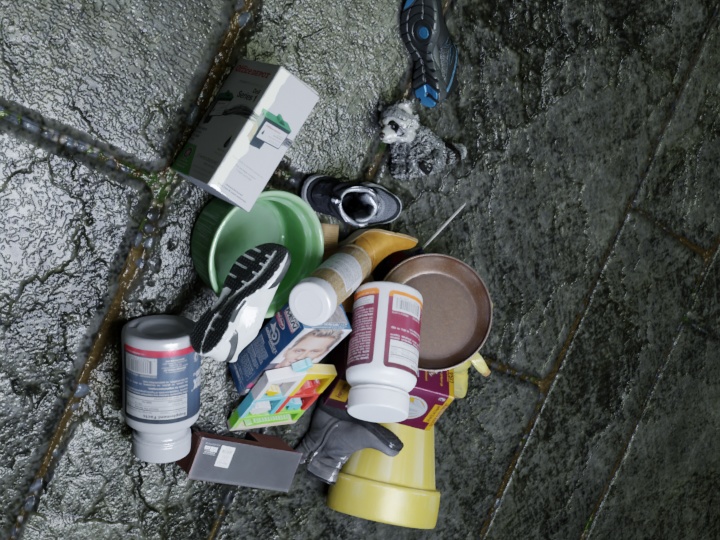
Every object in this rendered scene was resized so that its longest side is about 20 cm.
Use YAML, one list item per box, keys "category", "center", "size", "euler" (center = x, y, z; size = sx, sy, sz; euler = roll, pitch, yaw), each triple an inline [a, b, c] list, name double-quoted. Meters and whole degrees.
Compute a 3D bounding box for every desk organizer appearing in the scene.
- category: "desk organizer"
  center: [-0.204, 0.307, 1.629]
  size: [0.199, 0.077, 0.072]
  euler: [18, 95, -38]

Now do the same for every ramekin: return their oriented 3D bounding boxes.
- category: "ramekin"
  center: [-0.165, -0.035, 1.528]
  size: [0.199, 0.097, 0.202]
  euler: [-13, 113, -32]

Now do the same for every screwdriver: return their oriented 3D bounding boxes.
- category: "screwdriver"
  center: [0.120, -0.045, 1.712]
  size: [0.200, 0.028, 0.029]
  euler: [-41, 91, -14]

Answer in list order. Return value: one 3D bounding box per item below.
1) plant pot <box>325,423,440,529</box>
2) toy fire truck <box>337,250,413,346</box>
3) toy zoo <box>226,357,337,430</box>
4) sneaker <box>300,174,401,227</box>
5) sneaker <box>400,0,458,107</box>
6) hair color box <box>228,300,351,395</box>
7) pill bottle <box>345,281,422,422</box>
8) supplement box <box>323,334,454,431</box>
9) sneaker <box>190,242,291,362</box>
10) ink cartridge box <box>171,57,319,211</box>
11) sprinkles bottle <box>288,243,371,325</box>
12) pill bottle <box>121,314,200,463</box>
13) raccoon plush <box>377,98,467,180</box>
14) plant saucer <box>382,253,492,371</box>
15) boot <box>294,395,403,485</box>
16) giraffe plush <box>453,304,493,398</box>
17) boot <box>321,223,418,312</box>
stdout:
- category: "plant pot"
  center: [0.053, 0.346, 1.765]
  size: [0.200, 0.200, 0.191]
  euler: [17, 81, -38]
- category: "toy fire truck"
  center: [0.025, 0.049, 1.723]
  size: [0.140, 0.049, 0.201]
  euler: [24, 89, -36]
- category: "toy zoo"
  center: [-0.123, 0.201, 1.610]
  size: [0.130, 0.021, 0.200]
  euler: [-1, 146, -36]
- category: "sneaker"
  center: [0.007, -0.104, 1.617]
  size: [0.199, 0.114, 0.076]
  euler: [9, 101, -37]
- category: "sneaker"
  center: [0.119, -0.378, 1.643]
  size: [0.082, 0.073, 0.202]
  euler: [-36, 130, -40]
- category: "hair color box"
  center: [-0.114, 0.123, 1.568]
  size: [0.099, 0.061, 0.200]
  euler: [4, 142, -42]
- category: "pill bottle"
  center: [0.036, 0.130, 1.554]
  size: [0.114, 0.114, 0.202]
  euler: [27, 59, -38]
- category: "supplement box"
  center: [0.048, 0.189, 1.672]
  size: [0.198, 0.086, 0.111]
  euler: [16, 135, -14]
- category: "sneaker"
  center: [-0.168, 0.048, 1.458]
  size: [0.201, 0.074, 0.080]
  euler: [-52, 144, -4]
- category: "ink cartridge box"
  center: [-0.169, -0.202, 1.438]
  size: [0.084, 0.146, 0.201]
  euler: [34, 84, -36]
- category: "sprinkles bottle"
  center: [-0.043, 0.018, 1.512]
  size: [0.200, 0.068, 0.069]
  euler: [-45, 137, -63]
- category: "pill bottle"
  center: [-0.301, 0.179, 1.491]
  size: [0.119, 0.119, 0.202]
  euler: [-8, 111, -33]
- category: "raccoon plush"
  center: [0.098, -0.236, 1.680]
  size: [0.200, 0.096, 0.135]
  euler: [-32, 112, -57]
- category: "plant saucer"
  center: [0.121, 0.072, 1.656]
  size: [0.201, 0.200, 0.037]
  euler: [-51, 169, -10]
- category: "boot"
  center: [-0.022, 0.311, 1.689]
  size: [0.070, 0.199, 0.133]
  euler: [29, 85, -46]
- category: "giraffe plush"
  center: [0.154, 0.112, 1.782]
  size: [0.172, 0.200, 0.163]
  euler: [27, 55, -16]
- category: "boot"
  center: [0.000, 0.000, 1.665]
  size: [0.199, 0.071, 0.146]
  euler: [4, 92, -24]
